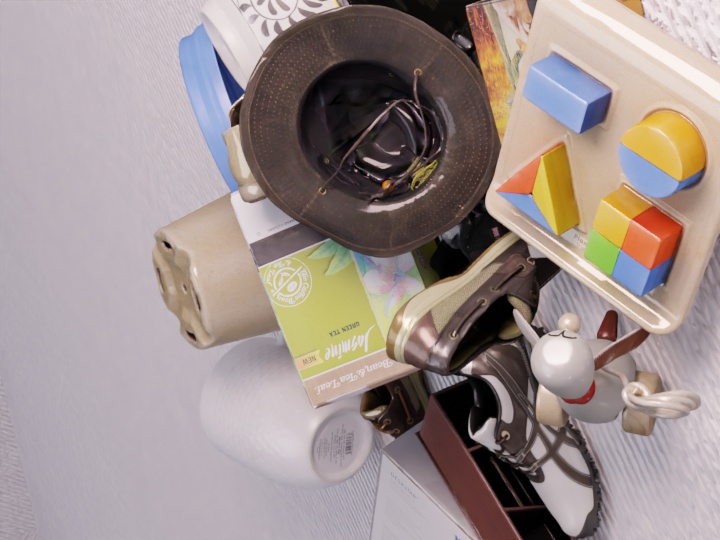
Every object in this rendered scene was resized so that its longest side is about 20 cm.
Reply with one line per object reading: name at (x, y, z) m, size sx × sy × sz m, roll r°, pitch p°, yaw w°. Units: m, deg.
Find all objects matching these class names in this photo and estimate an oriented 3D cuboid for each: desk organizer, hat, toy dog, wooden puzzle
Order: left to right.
hat at (0.008, -0.114, 1.261) m, size 0.081 × 0.200 × 0.201 m, roll -86°, pitch -18°, yaw -75°
desk organizer at (0.132, 0.196, 1.465) m, size 0.200 × 0.072 × 0.077 m, roll 58°, pitch 157°, yaw 28°
toy dog at (0.174, 0.061, 1.201) m, size 0.200 × 0.132 × 0.097 m, roll 106°, pitch 174°, yaw -77°
wooden puzzle at (0.168, -0.074, 1.116) m, size 0.185 × 0.046 × 0.200 m, roll 39°, pitch 134°, yaw 29°

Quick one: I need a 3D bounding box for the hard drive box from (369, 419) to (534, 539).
hard drive box at (0.089, 0.265, 1.592) m, size 0.156 × 0.077 × 0.200 m, roll 42°, pitch 147°, yaw 28°

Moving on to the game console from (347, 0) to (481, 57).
game console at (0.057, -0.224, 1.357) m, size 0.200 × 0.116 × 0.176 m, roll 53°, pitch 123°, yaw 31°

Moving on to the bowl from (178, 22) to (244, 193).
bowl at (-0.122, -0.145, 1.576) m, size 0.201 × 0.039 × 0.201 m, roll -21°, pitch -90°, yaw -83°

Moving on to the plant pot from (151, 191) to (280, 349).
plant pot at (-0.110, -0.010, 1.695) m, size 0.200 × 0.183 × 0.201 m, roll 47°, pitch 148°, yaw 42°

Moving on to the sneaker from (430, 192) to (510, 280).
sneaker at (0.107, -0.052, 1.300) m, size 0.076 × 0.087 × 0.200 m, roll 54°, pitch 152°, yaw 32°

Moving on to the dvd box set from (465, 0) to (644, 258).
dvd box set at (0.158, -0.108, 1.174) m, size 0.146 × 0.029 × 0.200 m, roll 0°, pitch 110°, yaw 50°

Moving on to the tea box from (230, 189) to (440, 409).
tea box at (0.000, 0.000, 1.423) m, size 0.200 × 0.133 × 0.197 m, roll -7°, pitch -105°, yaw -80°

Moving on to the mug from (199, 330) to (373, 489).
mug at (-0.066, 0.143, 1.807) m, size 0.175 × 0.147 × 0.200 m, roll 22°, pitch 99°, yaw 50°

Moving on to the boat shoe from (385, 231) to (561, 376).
boat shoe at (0.105, 0.027, 1.247) m, size 0.065 × 0.200 × 0.073 m, roll 35°, pitch 140°, yaw 29°

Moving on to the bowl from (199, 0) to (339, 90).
bowl at (-0.084, -0.221, 1.467) m, size 0.201 × 0.094 × 0.201 m, roll 57°, pitch 173°, yaw 11°

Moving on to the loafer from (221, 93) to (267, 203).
loafer at (-0.067, -0.125, 1.338) m, size 0.200 × 0.076 × 0.068 m, roll -79°, pitch -32°, yaw -64°

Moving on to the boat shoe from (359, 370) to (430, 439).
boat shoe at (0.030, 0.134, 1.647) m, size 0.072 × 0.072 × 0.200 m, roll 26°, pitch 134°, yaw 59°

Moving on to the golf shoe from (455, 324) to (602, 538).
golf shoe at (0.138, 0.147, 1.395) m, size 0.078 × 0.094 × 0.200 m, roll -20°, pitch 93°, yaw 66°
